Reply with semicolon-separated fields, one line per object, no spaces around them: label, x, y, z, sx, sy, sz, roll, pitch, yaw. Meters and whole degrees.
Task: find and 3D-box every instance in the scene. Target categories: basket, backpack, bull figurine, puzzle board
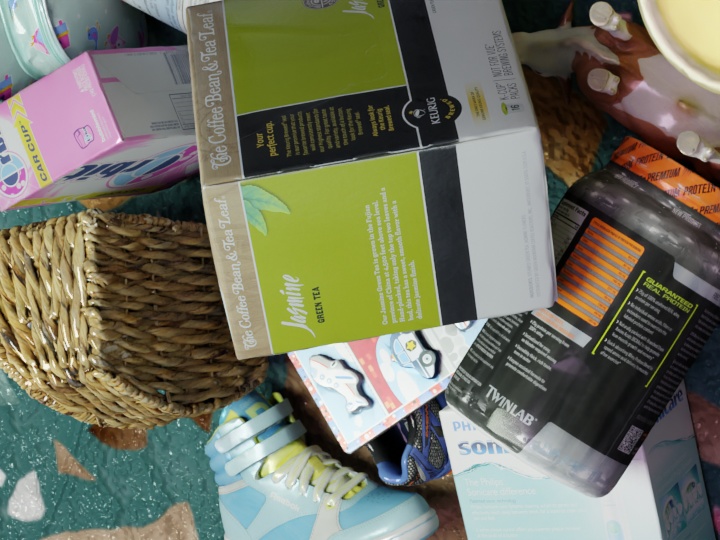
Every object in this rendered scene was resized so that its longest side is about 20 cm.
basket;-0.177;0.042;1.633;0.149;0.200;0.143;-10;81;32
backpack;-0.247;-0.191;1.595;0.153;0.200;0.176;-1;107;34
bull figurine;0.179;-0.111;1.440;0.200;0.121;0.065;29;94;11
puzzle board;0.000;0.000;1.582;0.151;0.017;0.200;-35;76;16

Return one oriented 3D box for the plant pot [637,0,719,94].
plant pot;0.247;-0.181;1.319;0.200;0.189;0.201;11;113;28

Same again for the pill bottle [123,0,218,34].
pill bottle;-0.065;-0.191;1.547;0.200;0.109;0.109;28;120;18

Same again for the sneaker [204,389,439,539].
sneaker;-0.039;0.144;1.664;0.200;0.079;0.131;-9;103;43

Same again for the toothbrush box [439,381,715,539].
toothbrush box;0.152;0.168;1.568;0.146;0.085;0.201;-7;104;32

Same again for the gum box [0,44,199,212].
gum box;-0.152;-0.099;1.582;0.113;0.200;0.066;-27;82;32

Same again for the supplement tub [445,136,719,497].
supplement tub;0.150;0.027;1.434;0.122;0.122;0.200;33;93;16

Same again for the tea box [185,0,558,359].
tea box;0.003;-0.071;1.404;0.196;0.200;0.134;-9;128;0

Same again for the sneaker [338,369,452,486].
sneaker;0.005;0.062;1.619;0.075;0.078;0.200;-35;89;34
